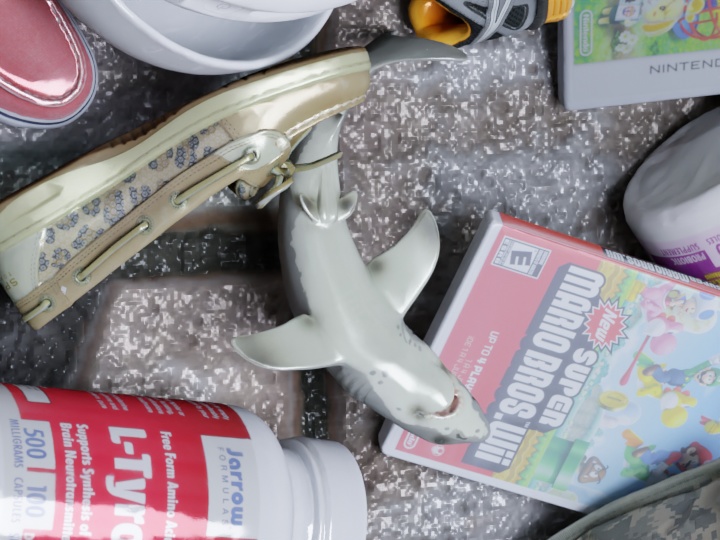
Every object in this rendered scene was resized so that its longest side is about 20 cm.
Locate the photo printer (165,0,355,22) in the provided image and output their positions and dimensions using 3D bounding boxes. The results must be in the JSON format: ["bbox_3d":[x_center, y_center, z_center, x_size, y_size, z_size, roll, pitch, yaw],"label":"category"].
[{"bbox_3d":[-0.049,-0.209,1.016,0.166,0.069,0.200,-20,94,-52],"label":"photo printer"}]

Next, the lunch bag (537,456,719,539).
[{"bbox_3d":[0.152,0.208,1.186,0.164,0.200,0.118,50,28,-23],"label":"lunch bag"}]

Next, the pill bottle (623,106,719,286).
[{"bbox_3d":[0.236,0.013,1.234,0.112,0.112,0.200,-44,110,-18],"label":"pill bottle"}]

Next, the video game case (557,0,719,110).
[{"bbox_3d":[0.190,-0.179,1.169,0.182,0.022,0.200,-7,123,-5],"label":"video game case"}]

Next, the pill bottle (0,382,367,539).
[{"bbox_3d":[-0.104,0.113,1.066,0.200,0.112,0.112,7,90,-27],"label":"pill bottle"}]

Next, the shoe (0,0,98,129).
[{"bbox_3d":[-0.184,-0.137,1.022,0.200,0.091,0.071,46,73,-22],"label":"shoe"}]

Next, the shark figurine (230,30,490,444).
[{"bbox_3d":[-0.014,-0.017,1.121,0.128,0.089,0.215,-2,80,-18],"label":"shark figurine"}]

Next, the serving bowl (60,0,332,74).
[{"bbox_3d":[-0.095,-0.180,1.060,0.200,0.066,0.200,19,64,-45],"label":"serving bowl"}]

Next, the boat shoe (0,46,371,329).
[{"bbox_3d":[-0.080,-0.043,1.072,0.200,0.073,0.063,-26,95,1],"label":"boat shoe"}]

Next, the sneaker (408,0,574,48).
[{"bbox_3d":[0.057,-0.164,1.096,0.077,0.200,0.078,-26,63,-5],"label":"sneaker"}]

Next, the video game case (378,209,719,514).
[{"bbox_3d":[0.127,0.060,1.175,0.200,0.017,0.143,17,116,-15],"label":"video game case"}]
